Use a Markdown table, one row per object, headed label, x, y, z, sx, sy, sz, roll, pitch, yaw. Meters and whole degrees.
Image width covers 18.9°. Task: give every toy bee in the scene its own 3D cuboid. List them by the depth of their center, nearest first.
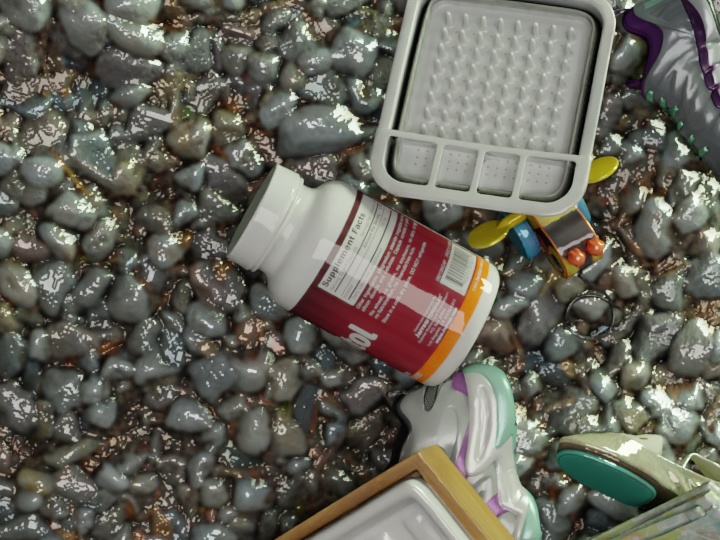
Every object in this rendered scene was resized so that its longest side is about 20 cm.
| label | x | y | z | sx | sy | sz | roll | pitch | yaw |
| --- | --- | --- | --- | --- | --- | --- | --- | --- | --- |
| toy bee | 0.165 | -0.042 | 1.743 | 0.200 | 0.109 | 0.131 | 39 | 86 | -8 |

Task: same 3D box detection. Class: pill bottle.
| label | x | y | z | sx | sy | sz | roll | pitch | yaw |
| --- | --- | --- | --- | --- | --- | --- | --- | --- | --- |
| pill bottle | 0.000 | 0.000 | 1.720 | 0.200 | 0.113 | 0.113 | 29 | 89 | -8 |

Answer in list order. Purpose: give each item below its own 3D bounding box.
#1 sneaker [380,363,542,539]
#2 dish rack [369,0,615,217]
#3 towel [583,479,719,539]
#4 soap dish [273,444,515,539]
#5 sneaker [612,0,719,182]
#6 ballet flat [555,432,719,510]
| label | x | y | z | sx | sy | sz | roll | pitch | yaw |
| --- | --- | --- | --- | --- | --- | --- | --- | --- | --- |
| sneaker | 0.068 | 0.185 | 1.765 | 0.140 | 0.078 | 0.200 | -12 | 86 | -5 |
| dish rack | 0.108 | -0.134 | 1.719 | 0.171 | 0.044 | 0.200 | 8 | 70 | 12 |
| towel | 0.278 | 0.283 | 1.772 | 0.171 | 0.048 | 0.200 | -29 | 96 | 32 |
| soap dish | 0.030 | 0.237 | 1.716 | 0.200 | 0.081 | 0.157 | -35 | 99 | 34 |
| sneaker | 0.270 | -0.134 | 1.779 | 0.087 | 0.074 | 0.200 | -17 | 87 | 7 |
| ballet flat | 0.251 | 0.173 | 1.801 | 0.200 | 0.067 | 0.062 | 29 | 60 | -12 |
